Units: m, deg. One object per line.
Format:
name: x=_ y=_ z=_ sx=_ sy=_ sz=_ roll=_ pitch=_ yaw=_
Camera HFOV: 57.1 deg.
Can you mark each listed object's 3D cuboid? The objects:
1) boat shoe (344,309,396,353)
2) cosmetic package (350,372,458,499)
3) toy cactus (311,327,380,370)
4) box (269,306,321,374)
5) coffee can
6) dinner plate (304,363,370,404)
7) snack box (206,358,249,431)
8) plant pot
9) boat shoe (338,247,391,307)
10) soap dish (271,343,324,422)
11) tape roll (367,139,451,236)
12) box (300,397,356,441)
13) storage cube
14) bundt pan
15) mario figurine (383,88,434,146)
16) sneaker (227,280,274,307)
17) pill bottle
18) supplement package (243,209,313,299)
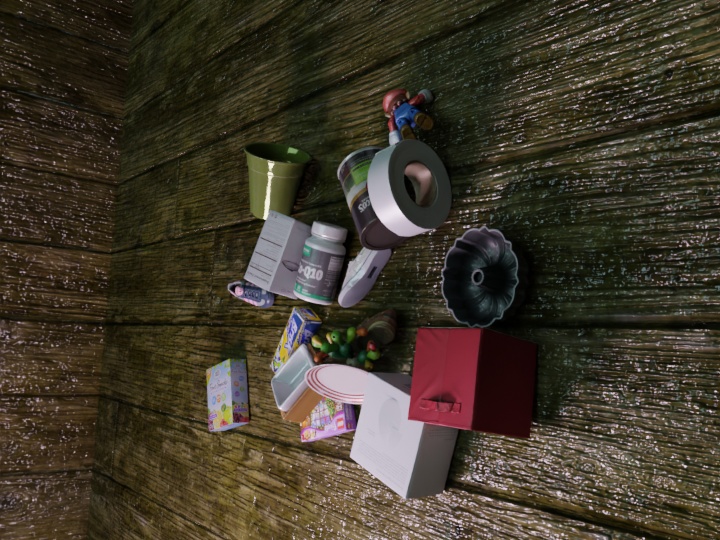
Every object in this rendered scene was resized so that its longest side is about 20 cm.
boat shoe: x=0.027 y=0.152 z=1.608 sx=0.200 sy=0.072 sz=0.068 roll=-36 pitch=24 yaw=51
cosmetic package: x=0.098 y=0.351 z=1.434 sx=0.198 sy=0.122 sz=0.203 roll=21 pitch=99 yaw=50
toy cactus: x=-0.026 y=0.207 z=1.584 sx=0.197 sy=0.166 sz=0.103 roll=-4 pitch=49 yaw=29
box: x=-0.181 y=0.206 z=1.847 sx=0.070 sy=0.064 sz=0.202 roll=43 pitch=117 yaw=45
coffee can: x=0.039 y=-0.171 z=1.575 sx=0.146 sy=0.145 sz=0.202 roll=-45 pitch=52 yaw=36
dinner plate: x=-0.034 y=0.264 z=1.568 sx=0.199 sy=0.199 sz=0.025 roll=-31 pitch=37 yaw=43
snack box: x=-0.426 y=0.399 z=2.113 sx=0.168 sy=0.067 sz=0.203 roll=-28 pitch=61 yaw=46
plant pot: x=-0.253 y=-0.255 z=1.941 sx=0.200 sy=0.198 sz=0.193 roll=38 pitch=126 yaw=46
boat shoe: x=0.000 y=0.000 z=1.655 sx=0.201 sy=0.070 sz=0.070 roll=-57 pitch=46 yaw=23
soap dish: x=-0.151 y=0.291 z=1.711 sx=0.158 sy=0.081 sz=0.200 roll=-49 pitch=20 yaw=1
tape roll: x=0.109 y=-0.181 z=1.448 sx=0.070 sy=0.200 sz=0.206 roll=-16 pitch=72 yaw=48
box: x=-0.091 y=0.363 z=1.729 sx=0.199 sy=0.039 sz=0.139 roll=-28 pitch=63 yaw=45
storage cube: x=0.215 y=0.212 z=1.263 sx=0.170 sy=0.198 sz=0.183 roll=-6 pitch=73 yaw=50
bundt pan: x=0.259 y=0.017 z=1.329 sx=0.200 sy=0.075 sz=0.206 roll=-13 pitch=73 yaw=49
mario figurine: x=0.120 y=-0.355 z=1.547 sx=0.201 sy=0.121 sz=0.107 roll=-107 pitch=10 yaw=-55
sneaker: x=-0.342 y=0.073 z=2.052 sx=0.199 sy=0.081 sz=0.071 roll=8 pitch=90 yaw=51
pill bottle: x=-0.103 y=-0.022 z=1.750 sx=0.112 sy=0.112 sz=0.203 roll=23 pitch=102 yaw=50
supplement package: x=-0.210 y=-0.043 z=1.798 sx=0.116 sy=0.116 sz=0.203 roll=21 pitch=91 yaw=40
